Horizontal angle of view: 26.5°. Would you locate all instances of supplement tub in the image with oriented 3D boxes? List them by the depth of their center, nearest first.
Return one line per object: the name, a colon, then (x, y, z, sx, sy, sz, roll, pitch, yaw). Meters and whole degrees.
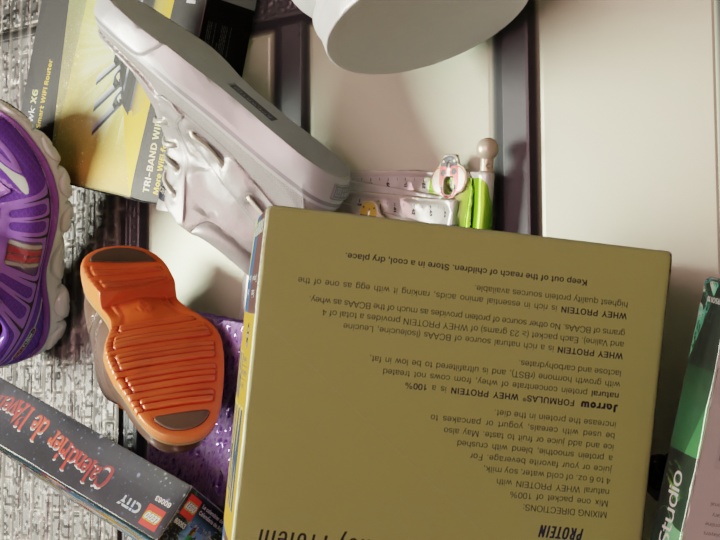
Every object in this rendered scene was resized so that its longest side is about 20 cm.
supplement tub: (0.009, -0.229, 0.872, 0.145, 0.145, 0.201, -29, 69, 30)

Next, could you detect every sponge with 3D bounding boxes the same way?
sponge: (-0.074, 0.086, 0.927, 0.200, 0.030, 0.112, 5, 87, 60)

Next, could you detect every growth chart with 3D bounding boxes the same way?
growth chart: (0.000, 0.000, 0.936, 0.199, 0.018, 0.146, -3, 85, 36)

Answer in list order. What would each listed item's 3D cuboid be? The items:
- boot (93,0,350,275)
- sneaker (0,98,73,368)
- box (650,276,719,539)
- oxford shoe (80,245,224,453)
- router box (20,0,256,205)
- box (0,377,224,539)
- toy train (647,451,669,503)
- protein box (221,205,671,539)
boot: (-0.106, -0.079, 0.939, 0.200, 0.073, 0.096, 41, 108, 13)
sneaker: (-0.245, -0.019, 1.035, 0.080, 0.083, 0.201, 19, 122, 32)
box: (0.210, 0.114, 0.708, 0.036, 0.143, 0.202, -161, 82, -79)
oxford shoe: (-0.128, 0.060, 0.944, 0.200, 0.071, 0.073, -121, 32, -56)
router box: (-0.151, -0.150, 1.037, 0.156, 0.052, 0.202, 12, 93, 36)
box: (-0.154, 0.135, 0.957, 0.199, 0.137, 0.038, 23, 72, 33)
toy train: (0.216, 0.050, 0.765, 0.046, 0.034, 0.200, 47, 113, 25)
protein box: (0.035, 0.081, 0.775, 0.197, 0.135, 0.202, 6, 88, -6)
